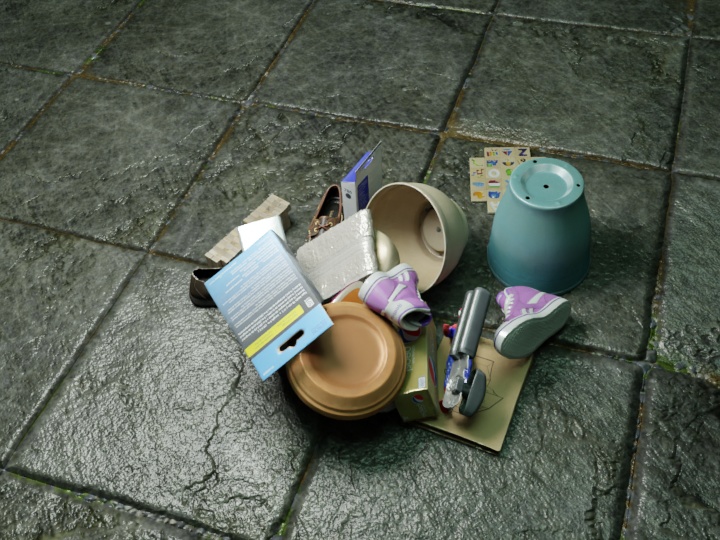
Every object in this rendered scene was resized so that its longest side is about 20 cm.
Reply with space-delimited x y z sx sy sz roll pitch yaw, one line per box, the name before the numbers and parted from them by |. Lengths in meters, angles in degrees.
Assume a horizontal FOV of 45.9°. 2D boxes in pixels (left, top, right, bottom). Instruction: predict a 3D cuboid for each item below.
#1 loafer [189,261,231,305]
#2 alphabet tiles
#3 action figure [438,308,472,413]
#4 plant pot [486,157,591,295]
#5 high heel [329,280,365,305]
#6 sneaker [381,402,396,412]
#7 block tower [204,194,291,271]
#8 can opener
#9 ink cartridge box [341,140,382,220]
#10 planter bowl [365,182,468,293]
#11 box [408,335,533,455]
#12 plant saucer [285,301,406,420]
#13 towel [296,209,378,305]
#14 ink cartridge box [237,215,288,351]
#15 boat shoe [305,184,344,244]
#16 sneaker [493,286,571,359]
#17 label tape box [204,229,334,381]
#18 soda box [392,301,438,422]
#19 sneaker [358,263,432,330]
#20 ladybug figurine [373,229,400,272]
loafer | -0.229 0.023 1.590 0.194 0.072 0.074 -7 47 0
alphabet tiles | 0.310 -0.190 1.772 0.162 0.006 0.203 0 48 5
action figure | 0.166 0.126 1.411 0.063 0.100 0.203 3 45 8
plant pot | 0.332 -0.090 1.554 0.194 0.190 0.203 -3 47 3
high heel | -0.054 0.109 1.448 0.066 0.096 0.204 27 77 -17
sneaker | 0.007 0.140 1.444 0.075 0.093 0.200 -27 49 -18
block tower | -0.216 -0.064 1.680 0.053 0.059 0.200 27 57 27
can opener | 0.179 0.131 1.360 0.066 0.053 0.204 25 69 -16
ink cartridge box | 0.005 -0.148 1.633 0.039 0.203 0.100 23 52 21
planter bowl | 0.117 -0.068 1.573 0.199 0.204 0.133 35 33 32
box | 0.187 0.196 1.422 0.160 0.022 0.202 16 51 20
plant saucer | -0.021 0.134 1.339 0.195 0.038 0.204 3 58 -5
towel | -0.046 -0.014 1.521 0.198 0.034 0.136 -30 56 38
ink cartridge box | -0.150 0.030 1.484 0.081 0.147 0.204 -14 67 -6
boat shoe | -0.070 -0.083 1.672 0.068 0.071 0.203 4 49 8
sneaker | 0.262 0.084 1.457 0.113 0.074 0.198 26 30 35
label tape box | -0.138 0.060 1.350 0.143 0.063 0.202 -37 66 3
soda box | 0.091 0.149 1.421 0.063 0.069 0.202 -13 39 15
sneaker | 0.078 0.054 1.425 0.113 0.074 0.200 35 20 15
ladybug figurine | 0.000 0.000 1.545 0.197 0.071 0.139 -16 64 44
